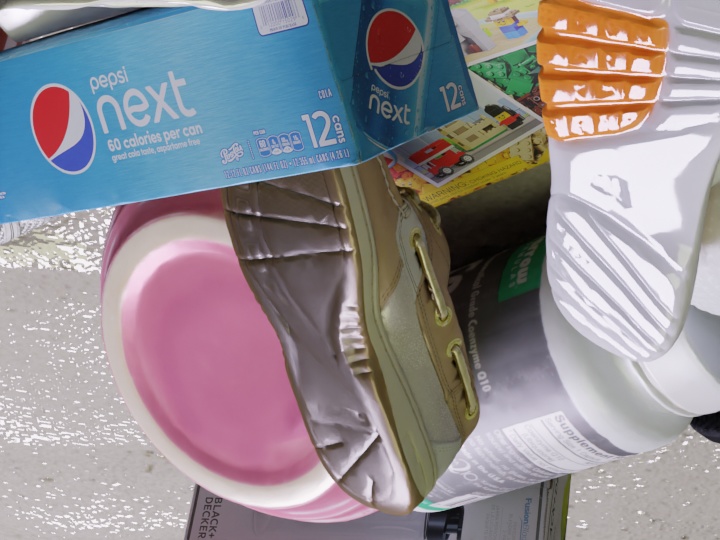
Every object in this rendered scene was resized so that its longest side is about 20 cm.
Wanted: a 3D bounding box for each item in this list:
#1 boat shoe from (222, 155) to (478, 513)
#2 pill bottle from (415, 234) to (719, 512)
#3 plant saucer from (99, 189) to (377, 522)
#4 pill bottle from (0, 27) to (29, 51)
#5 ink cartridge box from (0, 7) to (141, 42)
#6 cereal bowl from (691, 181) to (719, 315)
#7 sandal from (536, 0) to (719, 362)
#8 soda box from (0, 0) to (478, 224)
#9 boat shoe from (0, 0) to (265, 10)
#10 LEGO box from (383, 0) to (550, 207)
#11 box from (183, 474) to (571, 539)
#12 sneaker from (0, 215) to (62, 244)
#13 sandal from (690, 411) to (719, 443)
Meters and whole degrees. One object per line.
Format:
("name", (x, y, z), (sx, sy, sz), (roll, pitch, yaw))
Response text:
("boat shoe", (0.000, 0.000, 0.815), (0.074, 0.066, 0.201), (15, 129, 40))
("pill bottle", (0.092, 0.041, 0.973), (0.200, 0.113, 0.113), (-22, 135, 37))
("plant saucer", (-0.050, 0.035, 0.959), (0.200, 0.051, 0.201), (15, 119, 29))
("pill bottle", (-0.205, -0.056, 0.824), (0.112, 0.201, 0.112), (6, 145, 4))
("ink cartridge box", (-0.046, -0.162, 0.706), (0.199, 0.117, 0.067), (-11, 137, 26))
("cereal bowl", (0.209, -0.023, 0.817), (0.199, 0.084, 0.200), (-9, 164, -3))
("sandal", (0.107, -0.056, 0.737), (0.079, 0.059, 0.207), (27, 140, 22))
("soda box", (-0.060, -0.064, 0.719), (0.200, 0.068, 0.064), (-6, 105, 43))
("boat shoe", (-0.118, -0.109, 0.598), (0.199, 0.069, 0.071), (0, 140, -14))
("LEGO box", (0.035, -0.110, 0.798), (0.200, 0.077, 0.149), (-22, 136, 37))
("box", (0.013, 0.121, 1.104), (0.199, 0.117, 0.060), (-2, 144, 15))
("sneaker", (-0.209, -0.017, 0.986), (0.200, 0.082, 0.078), (-20, 136, 35))
("sandal", (0.211, 0.058, 0.936), (0.045, 0.075, 0.200), (32, 172, -16))
